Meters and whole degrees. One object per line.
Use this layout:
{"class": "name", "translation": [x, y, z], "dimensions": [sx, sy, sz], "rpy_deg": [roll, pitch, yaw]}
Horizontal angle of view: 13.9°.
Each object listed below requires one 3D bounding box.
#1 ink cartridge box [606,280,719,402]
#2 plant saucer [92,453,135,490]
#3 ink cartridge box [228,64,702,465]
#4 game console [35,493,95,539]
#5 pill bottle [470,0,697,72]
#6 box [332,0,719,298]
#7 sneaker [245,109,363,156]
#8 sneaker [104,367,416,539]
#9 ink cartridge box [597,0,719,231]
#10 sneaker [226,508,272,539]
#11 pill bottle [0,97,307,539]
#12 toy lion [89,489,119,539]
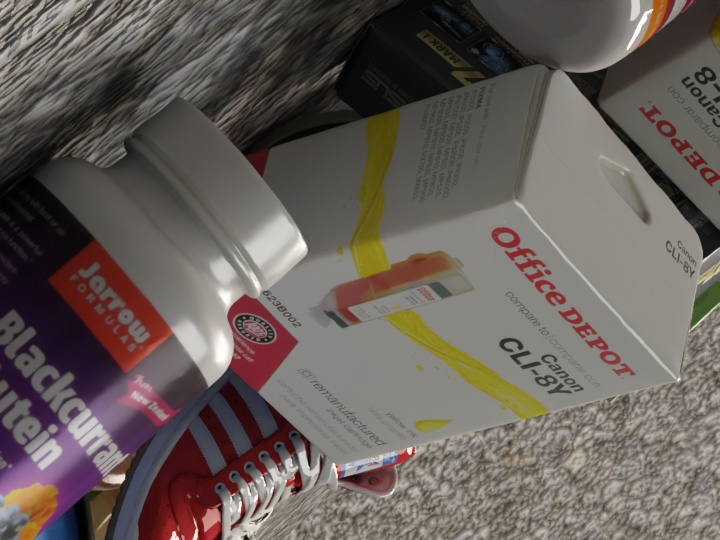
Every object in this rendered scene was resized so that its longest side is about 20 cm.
{"class": "ink cartridge box", "translation": [0.119, -0.027, 1.779], "dimensions": [0.104, 0.200, 0.059], "rpy_deg": [-43, 173, 3]}
{"class": "plant saucer", "translation": [-0.095, 0.046, 1.547], "dimensions": [0.200, 0.034, 0.200], "rpy_deg": [-42, 160, -19]}
{"class": "ink cartridge box", "translation": [0.034, 0.001, 1.349], "dimensions": [0.200, 0.145, 0.084], "rpy_deg": [-17, -136, 34]}
{"class": "game console", "translation": [-0.122, 0.063, 1.354], "dimensions": [0.176, 0.116, 0.200], "rpy_deg": [-43, 173, 8]}
{"class": "pill bottle", "translation": [0.139, -0.182, 1.313], "dimensions": [0.200, 0.113, 0.113], "rpy_deg": [-37, 172, -31]}
{"class": "box", "translation": [0.106, -0.068, 1.467], "dimensions": [0.158, 0.200, 0.051], "rpy_deg": [-34, 160, -52]}
{"class": "sneaker", "translation": [0.039, -0.016, 1.471], "dimensions": [0.199, 0.106, 0.075], "rpy_deg": [10, 120, -28]}
{"class": "sneaker", "translation": [-0.043, 0.100, 1.458], "dimensions": [0.071, 0.112, 0.200], "rpy_deg": [97, 20, -51]}
{"class": "ink cartridge box", "translation": [0.242, -0.113, 1.391], "dimensions": [0.200, 0.145, 0.145], "rpy_deg": [-29, -156, 42]}
{"class": "sneaker", "translation": [-0.081, 0.148, 1.698], "dimensions": [0.200, 0.073, 0.072], "rpy_deg": [-46, 172, 30]}
{"class": "pill bottle", "translation": [-0.121, 0.027, 1.162], "dimensions": [0.200, 0.111, 0.111], "rpy_deg": [-41, 173, -8]}
{"class": "toy lion", "translation": [-0.116, 0.063, 1.662], "dimensions": [0.200, 0.069, 0.192], "rpy_deg": [-39, 165, -26]}
